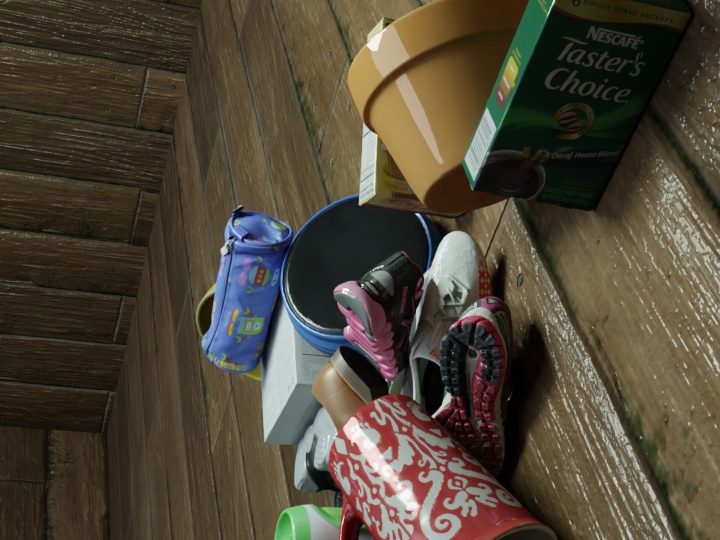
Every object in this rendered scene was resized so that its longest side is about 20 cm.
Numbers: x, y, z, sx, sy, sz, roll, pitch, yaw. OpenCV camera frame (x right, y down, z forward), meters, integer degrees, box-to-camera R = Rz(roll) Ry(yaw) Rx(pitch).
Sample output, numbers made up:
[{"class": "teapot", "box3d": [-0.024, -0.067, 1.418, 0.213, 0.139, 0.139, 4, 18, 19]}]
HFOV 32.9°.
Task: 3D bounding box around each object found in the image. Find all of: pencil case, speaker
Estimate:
[{"class": "pencil case", "box3d": [-0.140, 0.026, 1.469, 0.078, 0.086, 0.202, 44, 129, 41]}, {"class": "speaker", "box3d": [0.019, 0.275, 1.191, 0.088, 0.197, 0.090, -173, 90, -71]}]

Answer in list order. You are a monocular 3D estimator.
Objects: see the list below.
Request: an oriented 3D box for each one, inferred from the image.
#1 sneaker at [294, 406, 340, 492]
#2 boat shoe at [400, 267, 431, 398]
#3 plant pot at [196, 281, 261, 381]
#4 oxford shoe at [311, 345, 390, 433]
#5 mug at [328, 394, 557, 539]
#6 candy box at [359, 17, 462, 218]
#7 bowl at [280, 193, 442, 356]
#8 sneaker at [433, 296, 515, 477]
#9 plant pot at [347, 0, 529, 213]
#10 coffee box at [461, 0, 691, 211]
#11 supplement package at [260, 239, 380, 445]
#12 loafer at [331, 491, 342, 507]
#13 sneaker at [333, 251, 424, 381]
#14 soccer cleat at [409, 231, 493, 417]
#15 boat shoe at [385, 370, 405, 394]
[{"class": "sneaker", "box3d": [-0.004, 0.211, 1.418, 0.200, 0.112, 0.077, 125, 151, -59]}, {"class": "boat shoe", "box3d": [0.076, 0.095, 1.305, 0.066, 0.069, 0.203, -50, -37, -87]}, {"class": "plant pot", "box3d": [-0.120, 0.047, 1.761, 0.201, 0.198, 0.143, -61, 4, 48]}, {"class": "oxford shoe", "box3d": [0.024, 0.174, 1.249, 0.071, 0.071, 0.200, -48, 67, 16]}, {"class": "mug", "box3d": [0.047, 0.220, 1.079, 0.200, 0.176, 0.135, 46, 152, 42]}, {"class": "candy box", "box3d": [0.064, -0.166, 1.345, 0.055, 0.114, 0.203, 149, 126, -68]}, {"class": "bowl", "box3d": [0.000, 0.000, 1.383, 0.039, 0.198, 0.203, 53, -154, -53]}, {"class": "sneaker", "box3d": [0.116, 0.121, 1.171, 0.075, 0.080, 0.202, -48, -30, -52]}, {"class": "plant pot", "box3d": [0.100, -0.146, 1.140, 0.200, 0.197, 0.142, -51, 53, 58]}, {"class": "coffee box", "box3d": [0.173, -0.146, 1.001, 0.044, 0.121, 0.202, -103, 28, -48]}, {"class": "supplement package", "box3d": [-0.035, 0.093, 1.497, 0.152, 0.148, 0.202, 120, 150, -51]}, {"class": "loafer", "box3d": [-0.002, 0.352, 1.459, 0.202, 0.071, 0.063, -95, 5, -45]}, {"class": "sneaker", "box3d": [0.033, 0.043, 1.231, 0.095, 0.079, 0.200, -45, -17, -14]}, {"class": "soccer cleat", "box3d": [0.086, 0.062, 1.221, 0.068, 0.085, 0.203, 10, 95, 28]}, {"class": "boat shoe", "box3d": [0.041, 0.185, 1.359, 0.068, 0.071, 0.203, -166, 81, -71]}]
